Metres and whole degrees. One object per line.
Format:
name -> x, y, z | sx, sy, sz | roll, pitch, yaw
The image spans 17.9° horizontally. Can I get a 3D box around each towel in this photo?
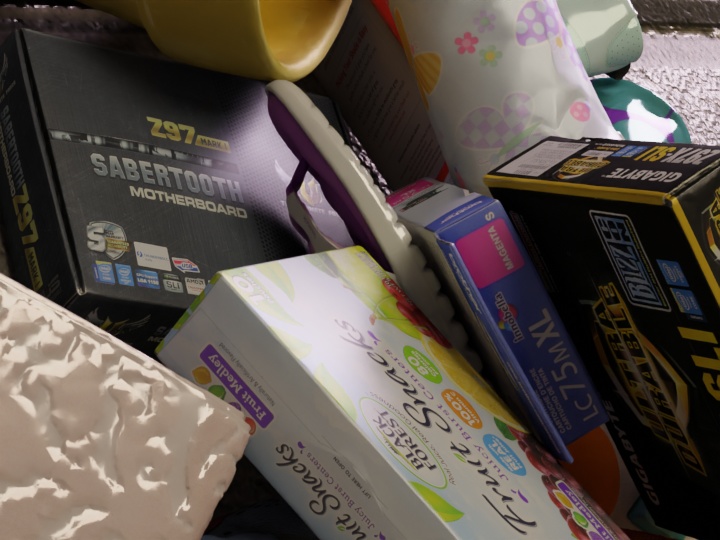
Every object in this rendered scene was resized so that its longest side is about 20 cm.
towel -> -0.163, 0.100, 0.870 | 0.191, 0.032, 0.200 | 31, 72, -13

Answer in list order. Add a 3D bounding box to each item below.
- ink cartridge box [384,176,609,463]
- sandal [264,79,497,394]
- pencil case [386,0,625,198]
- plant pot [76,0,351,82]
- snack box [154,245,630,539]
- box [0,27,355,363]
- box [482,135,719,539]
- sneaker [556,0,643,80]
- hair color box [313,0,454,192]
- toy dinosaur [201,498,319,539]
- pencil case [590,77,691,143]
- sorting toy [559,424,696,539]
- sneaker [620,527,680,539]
ink cartridge box -> 0.063, 0.019, 1.101 | 0.119, 0.042, 0.200 | 62, -3, -10
sandal -> 0.000, -0.002, 1.091 | 0.050, 0.082, 0.203 | -31, 80, -7
pencil case -> 0.068, -0.119, 1.154 | 0.091, 0.083, 0.200 | -21, 83, -6
plant pot -> -0.105, -0.206, 1.142 | 0.189, 0.201, 0.201 | 10, 35, 15
snack box -> 0.021, 0.081, 0.975 | 0.200, 0.053, 0.142 | 47, 22, 13
box -> -0.081, -0.028, 1.124 | 0.200, 0.051, 0.158 | 11, 48, -38
box -> 0.150, 0.037, 1.024 | 0.049, 0.160, 0.200 | -34, 109, -21
sneaker -> 0.088, -0.168, 1.343 | 0.118, 0.074, 0.200 | -17, 47, -16
hair color box -> 0.011, -0.139, 1.265 | 0.061, 0.102, 0.200 | -26, 73, -26
toy dinosaur -> -0.065, 0.144, 0.990 | 0.181, 0.105, 0.200 | 6, 17, -27
pencil case -> 0.117, -0.029, 1.279 | 0.092, 0.085, 0.200 | 10, 34, 19
sorting toy -> 0.181, 0.141, 1.190 | 0.200, 0.107, 0.180 | -10, 81, -47
sneaker -> 0.151, 0.160, 1.095 | 0.200, 0.073, 0.077 | 14, 15, 23
